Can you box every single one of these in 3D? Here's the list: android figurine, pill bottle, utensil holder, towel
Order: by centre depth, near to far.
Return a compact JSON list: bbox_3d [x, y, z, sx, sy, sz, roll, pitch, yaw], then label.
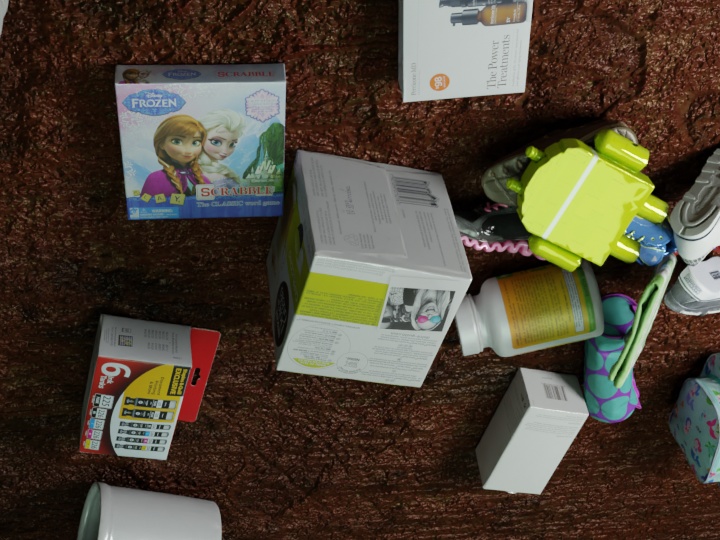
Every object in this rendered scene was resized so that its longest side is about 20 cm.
[{"bbox_3d":[0.274,-0.086,1.370,0.197,0.041,0.184,23,115,-14],"label":"android figurine"},{"bbox_3d":[0.367,0.059,1.458,0.030,0.200,0.152,22,107,17],"label":"towel"},{"bbox_3d":[0.230,0.056,1.552,0.196,0.112,0.112,-13,133,3],"label":"pill bottle"},{"bbox_3d":[-0.336,0.432,1.766,0.197,0.172,0.171,11,130,-22],"label":"utensil holder"}]

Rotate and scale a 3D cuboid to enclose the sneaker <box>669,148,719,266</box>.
[{"bbox_3d":[0.477,-0.095,1.451,0.200,0.076,0.081,-42,135,-11],"label":"sneaker"}]

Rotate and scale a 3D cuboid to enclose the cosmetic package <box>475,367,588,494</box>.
[{"bbox_3d":[0.266,0.257,1.760,0.106,0.086,0.202,9,131,-17],"label":"cosmetic package"}]

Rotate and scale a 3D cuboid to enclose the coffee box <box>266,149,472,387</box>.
[{"bbox_3d":[0.000,0.000,1.401,0.196,0.202,0.200,8,131,-16],"label":"coffee box"}]

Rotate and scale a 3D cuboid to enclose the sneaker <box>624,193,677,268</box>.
[{"bbox_3d":[0.343,-0.060,1.440,0.197,0.106,0.076,1,133,-34],"label":"sneaker"}]

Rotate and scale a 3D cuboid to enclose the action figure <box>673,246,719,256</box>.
[{"bbox_3d":[0.503,-0.059,1.505,0.198,0.100,0.065,-33,131,23],"label":"action figure"}]

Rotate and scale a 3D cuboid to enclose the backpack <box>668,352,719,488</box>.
[{"bbox_3d":[0.577,0.226,1.722,0.148,0.179,0.202,2,128,-18],"label":"backpack"}]

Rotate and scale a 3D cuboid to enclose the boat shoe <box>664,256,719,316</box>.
[{"bbox_3d":[0.484,0.030,1.561,0.198,0.072,0.068,-6,145,-53],"label":"boat shoe"}]

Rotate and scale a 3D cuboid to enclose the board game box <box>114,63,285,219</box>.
[{"bbox_3d":[-0.188,-0.152,1.340,0.196,0.042,0.202,-3,132,-7],"label":"board game box"}]

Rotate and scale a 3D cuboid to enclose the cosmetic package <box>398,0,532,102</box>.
[{"bbox_3d":[0.117,-0.292,1.259,0.148,0.052,0.202,-4,133,-2],"label":"cosmetic package"}]

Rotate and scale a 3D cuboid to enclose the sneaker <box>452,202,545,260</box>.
[{"bbox_3d":[0.197,-0.072,1.470,0.196,0.079,0.097,7,109,-16],"label":"sneaker"}]

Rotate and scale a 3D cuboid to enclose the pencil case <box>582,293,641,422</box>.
[{"bbox_3d":[0.379,0.135,1.667,0.090,0.086,0.202,-4,133,3],"label":"pencil case"}]

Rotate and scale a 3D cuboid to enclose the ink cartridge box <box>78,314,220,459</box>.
[{"bbox_3d":[-0.300,0.171,1.588,0.172,0.085,0.202,7,130,-16],"label":"ink cartridge box"}]

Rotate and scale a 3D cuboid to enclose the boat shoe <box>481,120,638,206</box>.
[{"bbox_3d":[0.247,-0.138,1.404,0.197,0.068,0.073,-18,116,6],"label":"boat shoe"}]

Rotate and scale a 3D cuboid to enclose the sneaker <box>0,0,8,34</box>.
[{"bbox_3d":[-0.439,-0.219,1.199,0.074,0.101,0.201,16,129,-25],"label":"sneaker"}]
